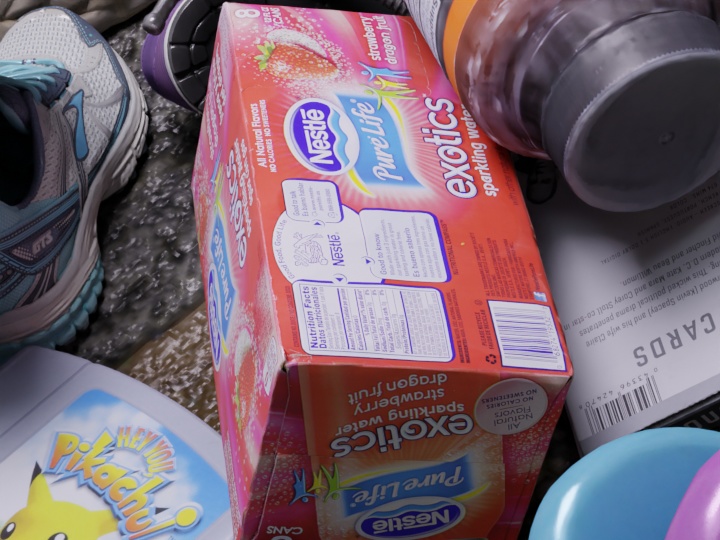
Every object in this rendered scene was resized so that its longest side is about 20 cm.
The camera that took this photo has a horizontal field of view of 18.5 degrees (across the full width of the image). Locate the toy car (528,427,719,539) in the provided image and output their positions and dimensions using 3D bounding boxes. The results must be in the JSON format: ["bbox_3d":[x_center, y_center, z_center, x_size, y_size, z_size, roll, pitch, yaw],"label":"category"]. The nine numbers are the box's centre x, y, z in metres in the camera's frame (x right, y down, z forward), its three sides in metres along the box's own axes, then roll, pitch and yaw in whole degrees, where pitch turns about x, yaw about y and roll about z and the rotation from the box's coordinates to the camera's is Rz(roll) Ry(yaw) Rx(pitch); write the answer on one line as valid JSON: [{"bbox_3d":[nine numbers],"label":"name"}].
[{"bbox_3d":[0.123,0.106,0.569,0.200,0.150,0.175,21,57,38],"label":"toy car"}]

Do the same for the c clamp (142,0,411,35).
[{"bbox_3d":[0.033,-0.126,0.906,0.199,0.027,0.171,25,71,-7],"label":"c clamp"}]

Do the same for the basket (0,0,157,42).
[{"bbox_3d":[-0.145,-0.236,1.045,0.200,0.199,0.161,-29,44,-7],"label":"basket"}]

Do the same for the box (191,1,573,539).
[{"bbox_3d":[0.000,0.000,0.789,0.099,0.096,0.200,4,41,-14],"label":"box"}]

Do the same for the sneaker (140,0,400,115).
[{"bbox_3d":[-0.002,-0.123,0.958,0.199,0.076,0.088,-19,11,-17],"label":"sneaker"}]

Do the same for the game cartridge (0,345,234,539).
[{"bbox_3d":[-0.103,0.103,0.797,0.133,0.041,0.200,-38,44,-22],"label":"game cartridge"}]

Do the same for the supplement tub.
[{"bbox_3d":[0.066,-0.113,0.787,0.107,0.107,0.200,-25,51,-3],"label":"supplement tub"}]

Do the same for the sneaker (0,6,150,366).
[{"bbox_3d":[-0.140,-0.057,0.939,0.077,0.086,0.200,-12,43,10],"label":"sneaker"}]

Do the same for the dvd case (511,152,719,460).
[{"bbox_3d":[0.121,-0.042,0.796,0.150,0.025,0.201,-28,53,19],"label":"dvd case"}]
